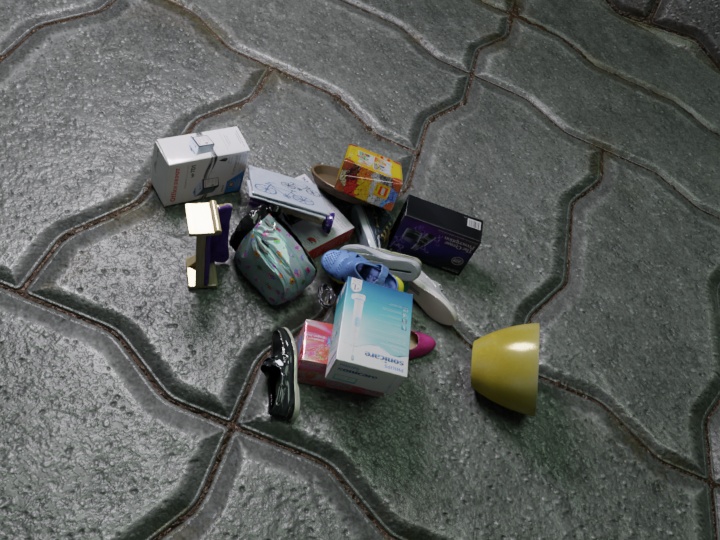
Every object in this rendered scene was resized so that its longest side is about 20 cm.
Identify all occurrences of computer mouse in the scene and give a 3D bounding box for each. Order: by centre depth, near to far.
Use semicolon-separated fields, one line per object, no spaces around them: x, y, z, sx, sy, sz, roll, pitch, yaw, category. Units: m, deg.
-0.060;0.024;1.576;0.058;0.034;0.200;27;38;-3;computer mouse

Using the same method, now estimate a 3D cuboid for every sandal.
0.000;0.000;1.507;0.199;0.087;0.080;20;76;21;sandal

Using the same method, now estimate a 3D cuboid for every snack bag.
-0.174;-0.184;1.591;0.187;0.022;0.200;14;23;-20;snack bag

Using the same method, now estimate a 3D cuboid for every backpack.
-0.194;-0.026;1.515;0.126;0.167;0.200;-39;88;-29;backpack

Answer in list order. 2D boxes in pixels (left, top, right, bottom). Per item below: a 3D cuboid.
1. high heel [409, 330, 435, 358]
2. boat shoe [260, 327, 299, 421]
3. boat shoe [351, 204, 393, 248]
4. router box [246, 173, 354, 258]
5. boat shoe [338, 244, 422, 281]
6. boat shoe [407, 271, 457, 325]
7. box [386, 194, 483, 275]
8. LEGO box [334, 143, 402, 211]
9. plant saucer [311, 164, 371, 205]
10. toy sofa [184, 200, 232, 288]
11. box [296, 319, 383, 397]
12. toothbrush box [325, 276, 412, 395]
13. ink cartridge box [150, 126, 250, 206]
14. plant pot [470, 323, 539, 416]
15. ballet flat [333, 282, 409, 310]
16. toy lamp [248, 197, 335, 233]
0.085;0.141;1.518;0.198;0.096;0.068;9;51;-14;high heel
-0.169;0.204;1.386;0.066;0.074;0.201;9;60;-30;boat shoe
0.044;-0.087;1.691;0.090;0.071;0.201;-4;54;-17;boat shoe
-0.146;-0.124;1.663;0.179;0.049;0.200;-30;69;-36;router box
0.045;-0.016;1.584;0.198;0.073;0.062;14;17;13;boat shoe
0.160;0.048;1.644;0.200;0.072;0.068;37;50;21;boat shoe
0.183;-0.085;1.701;0.199;0.141;0.079;18;52;-7;box
0.022;-0.233;1.698;0.148;0.078;0.200;21;21;-5;LEGO box
-0.035;-0.214;1.739;0.199;0.030;0.200;21;20;-8;plant saucer
-0.315;-0.050;1.442;0.097;0.201;0.083;-4;55;-17;toy sofa
-0.035;0.185;1.438;0.198;0.095;0.103;13;51;-11;box
0.020;0.130;1.382;0.145;0.085;0.201;15;50;-11;toothbrush box
-0.373;-0.243;1.602;0.199;0.147;0.086;-19;65;-31;ink cartridge box
0.317;0.212;1.514;0.141;0.201;0.201;3;48;13;plant pot
0.016;0.042;1.587;0.199;0.068;0.072;-19;47;-21;ballet flat
-0.160;-0.138;1.598;0.199;0.058;0.059;17;50;-8;toy lamp
